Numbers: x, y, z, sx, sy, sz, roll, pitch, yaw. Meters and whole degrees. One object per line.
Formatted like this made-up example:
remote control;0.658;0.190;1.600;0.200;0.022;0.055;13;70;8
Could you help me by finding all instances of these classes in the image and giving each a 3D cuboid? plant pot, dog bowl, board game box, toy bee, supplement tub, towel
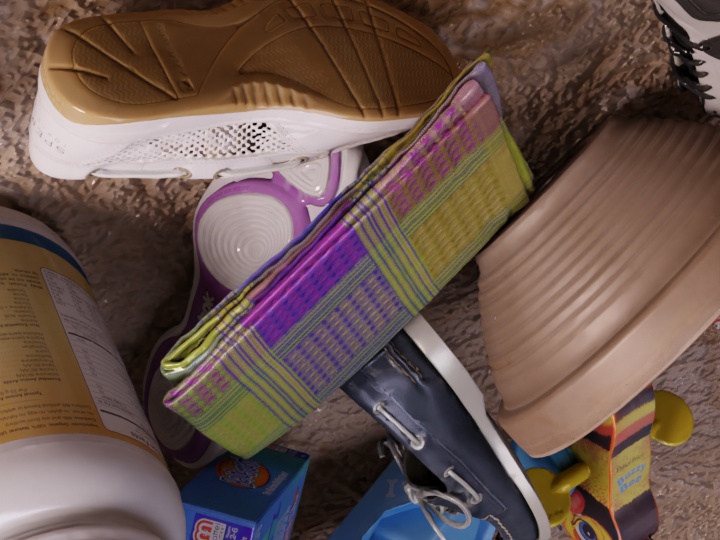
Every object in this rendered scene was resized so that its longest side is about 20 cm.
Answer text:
plant pot;0.123;-0.011;0.928;0.201;0.093;0.201;-45;-178;2
dog bowl;0.012;0.178;1.063;0.200;0.049;0.112;-48;151;-36
board game box;-0.074;0.174;0.933;0.200;0.045;0.154;-22;127;-84
toy bee;0.150;0.122;1.112;0.131;0.109;0.201;-41;148;-13
supplement tub;-0.158;0.086;0.795;0.143;0.201;0.145;-18;141;-15
towel;0.000;0.000;0.838;0.200;0.023;0.144;-45;159;-3

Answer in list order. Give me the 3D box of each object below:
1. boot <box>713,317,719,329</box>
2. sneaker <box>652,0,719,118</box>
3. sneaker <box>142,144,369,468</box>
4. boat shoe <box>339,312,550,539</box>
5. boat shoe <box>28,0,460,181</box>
boot;0.234;0.030;1.102;0.143;0.073;0.201;-20;133;-13
sneaker;0.177;-0.111;0.900;0.080;0.074;0.199;-44;140;21
sneaker;-0.038;0.006;0.909;0.099;0.075;0.201;-16;145;-45
boat shoe;0.045;0.094;0.979;0.062;0.075;0.200;-36;140;-3
boat shoe;-0.050;-0.073;0.804;0.198;0.071;0.069;-5;149;-31
